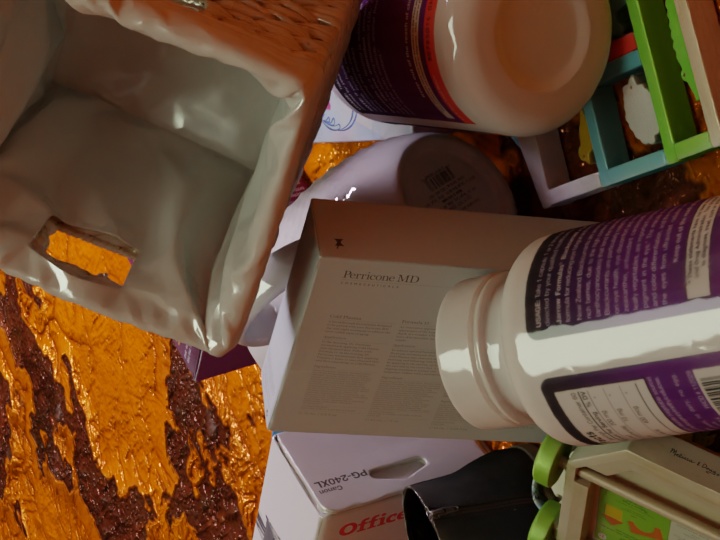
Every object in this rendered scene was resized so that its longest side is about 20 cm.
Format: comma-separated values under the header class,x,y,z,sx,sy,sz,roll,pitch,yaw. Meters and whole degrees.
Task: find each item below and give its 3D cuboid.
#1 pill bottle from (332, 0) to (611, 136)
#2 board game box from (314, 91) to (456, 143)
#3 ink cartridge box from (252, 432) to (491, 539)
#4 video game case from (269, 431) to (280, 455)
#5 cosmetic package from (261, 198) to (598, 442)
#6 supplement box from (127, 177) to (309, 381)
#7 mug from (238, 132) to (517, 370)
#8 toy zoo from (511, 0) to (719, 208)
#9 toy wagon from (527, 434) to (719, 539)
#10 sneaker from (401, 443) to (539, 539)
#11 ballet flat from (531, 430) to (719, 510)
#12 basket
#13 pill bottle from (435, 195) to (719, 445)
class,x,y,z,sx,sy,sz,roll,pitch,yaw
pill bottle,0.047,-0.139,0.915,0.199,0.112,0.114,15,114,58
board game box,-0.012,-0.192,1.111,0.198,0.043,0.202,7,107,60
ink cartridge box,0.002,0.196,1.137,0.084,0.144,0.201,54,144,39
video game case,-0.048,0.154,1.237,0.018,0.143,0.201,16,127,10
cosmetic package,0.052,0.034,0.928,0.151,0.198,0.052,110,158,-45
supplement box,-0.110,-0.030,1.262,0.201,0.130,0.104,57,147,32
mug,0.000,0.000,1.010,0.175,0.199,0.149,-44,67,49
toy zoo,0.134,-0.113,0.906,0.200,0.020,0.133,-18,85,61
toy wagon,0.169,0.166,0.880,0.154,0.040,0.201,25,143,23
sneaker,0.106,0.211,0.999,0.201,0.105,0.075,58,146,30
ballet flat,0.158,0.097,0.902,0.075,0.074,0.200,64,148,22
basket,-0.118,-0.099,0.860,0.161,0.196,0.201,-69,0,-48
pill bottle,0.141,0.028,0.792,0.199,0.111,0.113,-12,91,37
